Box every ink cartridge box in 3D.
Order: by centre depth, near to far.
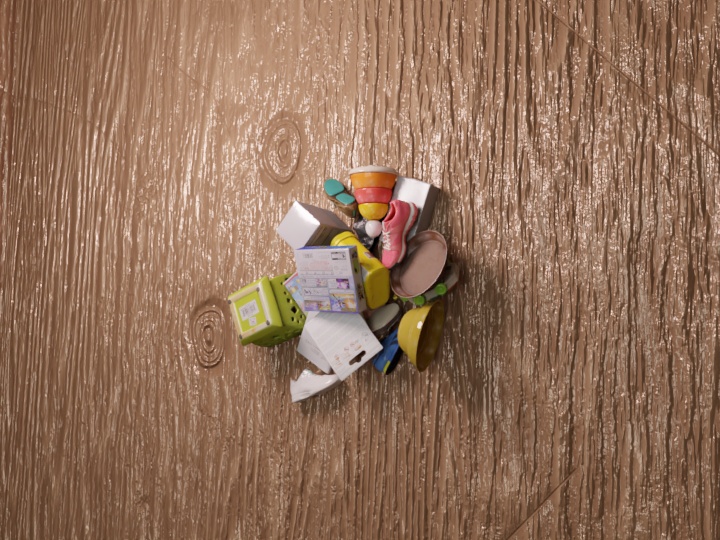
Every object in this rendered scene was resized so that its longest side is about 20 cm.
[{"bbox_3d":[-0.046,0.190,1.651,0.160,0.047,0.201,-39,74,9],"label":"ink cartridge box"}]

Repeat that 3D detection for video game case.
[{"bbox_3d":[-0.086,0.024,1.594,0.198,0.045,0.183,0,105,35],"label":"video game case"},{"bbox_3d":[-0.142,0.088,1.758,0.143,0.017,0.201,-37,86,42],"label":"video game case"}]

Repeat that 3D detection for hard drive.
[{"bbox_3d":[-0.120,0.206,1.763,0.131,0.027,0.201,33,126,20],"label":"hard drive"}]

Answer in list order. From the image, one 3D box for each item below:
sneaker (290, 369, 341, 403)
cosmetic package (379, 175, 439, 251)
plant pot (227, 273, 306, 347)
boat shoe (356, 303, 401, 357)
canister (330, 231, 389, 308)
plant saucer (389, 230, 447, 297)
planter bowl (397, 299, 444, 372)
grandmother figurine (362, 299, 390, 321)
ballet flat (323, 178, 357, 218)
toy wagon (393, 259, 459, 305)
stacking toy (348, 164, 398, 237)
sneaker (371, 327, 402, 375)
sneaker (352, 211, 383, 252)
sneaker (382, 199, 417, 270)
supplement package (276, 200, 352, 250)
[{"bbox_3d":[-0.149,0.348,1.794,0.199,0.075,0.089,-26,70,27],"label":"sneaker"},{"bbox_3d":[0.143,-0.163,1.663,0.112,0.081,0.202,22,96,28],"label":"cosmetic package"},{"bbox_3d":[-0.300,0.129,1.830,0.199,0.181,0.201,-26,75,26],"label":"plant pot"},{"bbox_3d":[0.046,0.177,1.666,0.200,0.060,0.072,-42,30,7],"label":"boat shoe"},{"bbox_3d":[0.000,0.000,1.650,0.200,0.086,0.150,46,151,43],"label":"canister"},{"bbox_3d":[0.163,-0.012,1.542,0.200,0.034,0.202,-32,42,35],"label":"plant saucer"},{"bbox_3d":[0.155,0.168,1.560,0.083,0.200,0.203,15,94,24],"label":"planter bowl"},{"bbox_3d":[0.018,0.161,1.723,0.121,0.061,0.201,33,105,12],"label":"grandmother figurine"},{"bbox_3d":[-0.061,-0.218,1.777,0.200,0.067,0.073,45,153,50],"label":"ballet flat"},{"bbox_3d":[0.183,0.042,1.592,0.199,0.156,0.040,-29,109,25],"label":"toy wagon"},{"bbox_3d":[0.036,-0.197,1.659,0.145,0.146,0.202,2,91,29],"label":"stacking toy"},{"bbox_3d":[0.097,0.205,1.671,0.078,0.066,0.201,37,104,30],"label":"sneaker"},{"bbox_3d":[0.012,-0.155,1.745,0.104,0.060,0.201,-28,77,20],"label":"sneaker"},{"bbox_3d":[0.086,-0.103,1.586,0.074,0.086,0.202,20,94,55],"label":"sneaker"},{"bbox_3d":[-0.138,-0.120,1.746,0.117,0.199,0.118,44,107,24],"label":"supplement package"}]
